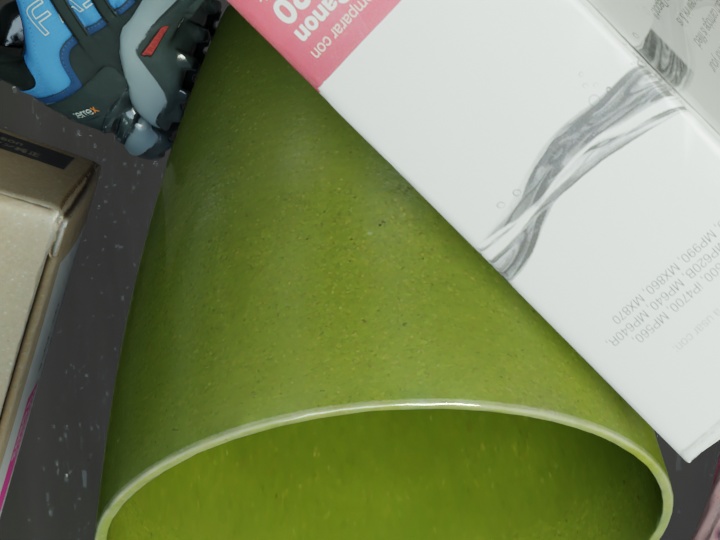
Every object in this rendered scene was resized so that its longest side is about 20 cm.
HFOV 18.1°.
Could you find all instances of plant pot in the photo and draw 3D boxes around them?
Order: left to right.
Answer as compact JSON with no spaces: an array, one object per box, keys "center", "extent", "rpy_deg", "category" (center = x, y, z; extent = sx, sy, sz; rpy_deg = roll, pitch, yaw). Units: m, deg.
[{"center":[0.000,0.000,0.775],"extent":[0.186,0.201,0.188],"rpy_deg":[-4,150,-2],"category":"plant pot"}]

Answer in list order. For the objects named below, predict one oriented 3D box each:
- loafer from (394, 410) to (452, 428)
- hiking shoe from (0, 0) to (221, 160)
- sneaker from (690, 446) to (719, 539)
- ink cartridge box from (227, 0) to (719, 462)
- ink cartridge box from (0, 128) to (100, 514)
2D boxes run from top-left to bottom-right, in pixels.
[{"center":[0.024,0.110,0.886],"extent":[0.069,0.070,0.202],"rpy_deg":[0,101,12],"category":"loafer"},{"center":[-0.086,-0.122,0.778],"extent":[0.086,0.075,0.201],"rpy_deg":[17,132,-1],"category":"hiking shoe"},{"center":[0.152,0.126,0.853],"extent":[0.075,0.105,0.201],"rpy_deg":[26,109,0],"category":"sneaker"},{"center":[0.071,-0.060,0.696],"extent":[0.200,0.146,0.085],"rpy_deg":[43,117,-1],"category":"ink cartridge box"},{"center":[-0.207,0.031,0.882],"extent":[0.164,0.075,0.201],"rpy_deg":[19,109,-1],"category":"ink cartridge box"}]
